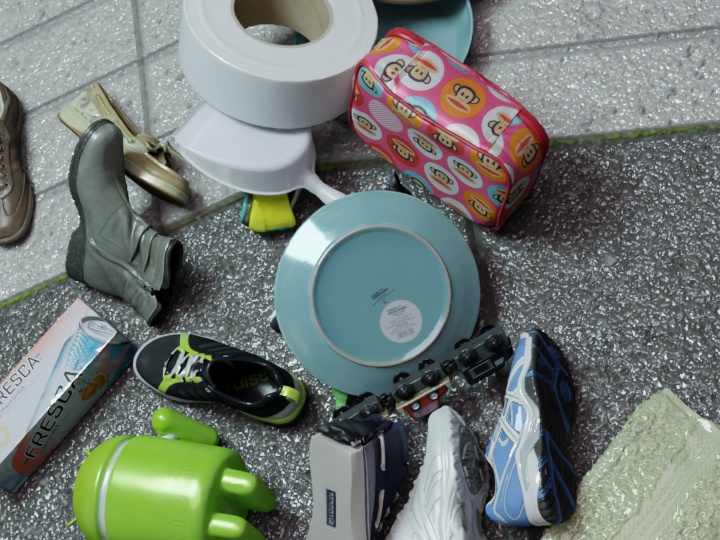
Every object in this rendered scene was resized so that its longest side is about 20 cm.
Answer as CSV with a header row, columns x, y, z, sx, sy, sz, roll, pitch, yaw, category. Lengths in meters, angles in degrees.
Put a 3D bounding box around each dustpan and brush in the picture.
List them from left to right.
x,y,z,sx,sy,sz,roll,pitch,yaw,category
-0.075,-0.113,1.510,0.200,0.057,0.140,31,58,10,dustpan and brush

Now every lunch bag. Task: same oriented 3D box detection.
x,y,z,sx,sy,sz,roll,pitch,yaw,category
0.081,-0.128,1.452,0.200,0.176,0.082,37,69,12,lunch bag

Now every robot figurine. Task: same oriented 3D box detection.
x,y,z,sx,sy,sz,roll,pitch,yaw,category
-0.185,0.219,1.413,0.200,0.116,0.176,5,68,19,robot figurine

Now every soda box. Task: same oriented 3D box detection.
x,y,z,sx,sy,sz,roll,pitch,yaw,category
-0.324,0.130,1.523,0.068,0.064,0.200,37,83,27,soda box

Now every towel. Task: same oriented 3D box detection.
x,y,z,sx,sy,sz,roll,pitch,yaw,category
0.262,0.216,1.324,0.148,0.036,0.200,36,81,27,towel

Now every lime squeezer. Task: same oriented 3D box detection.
x,y,z,sx,sy,sz,roll,pitch,yaw,category
0.018,0.110,1.442,0.200,0.038,0.071,-41,63,-4,lime squeezer

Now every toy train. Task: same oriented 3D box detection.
x,y,z,sx,sy,sz,roll,pitch,yaw,category
0.056,0.115,1.405,0.200,0.046,0.034,-30,24,6,toy train

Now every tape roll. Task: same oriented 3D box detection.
x,y,z,sx,sy,sz,roll,pitch,yaw,category
-0.085,-0.241,1.515,0.202,0.071,0.203,6,52,-8,tape roll

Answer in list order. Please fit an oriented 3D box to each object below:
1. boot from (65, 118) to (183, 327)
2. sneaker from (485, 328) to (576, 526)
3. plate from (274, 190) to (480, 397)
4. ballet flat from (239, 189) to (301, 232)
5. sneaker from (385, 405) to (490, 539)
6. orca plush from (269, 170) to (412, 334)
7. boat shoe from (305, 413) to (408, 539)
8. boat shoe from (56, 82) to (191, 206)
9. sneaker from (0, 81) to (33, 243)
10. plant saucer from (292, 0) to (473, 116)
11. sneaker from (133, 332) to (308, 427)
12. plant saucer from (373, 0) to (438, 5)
x,y,z,sx,sy,sz,roll,pitch,yaw,category
-0.233,-0.049,1.527,0.131,0.200,0.068,25,33,25,boot
0.150,0.143,1.367,0.077,0.076,0.200,-22,45,36,sneaker
0.018,0.023,1.413,0.200,0.026,0.200,0,93,-7,plate
-0.087,-0.133,1.571,0.067,0.067,0.200,5,71,-4,ballet flat
0.064,0.221,1.362,0.099,0.078,0.200,-17,55,27,sneaker
0.000,0.000,1.471,0.071,0.105,0.200,37,60,17,orca plush
0.002,0.228,1.369,0.075,0.093,0.200,20,113,39,boat shoe
-0.250,-0.140,1.609,0.200,0.073,0.063,37,85,27,boat shoe
-0.415,-0.127,1.652,0.070,0.076,0.200,-17,64,9,sneaker
0.027,-0.244,1.591,0.200,0.036,0.200,-7,66,15,plant saucer
-0.142,0.097,1.471,0.200,0.083,0.072,12,71,21,sneaker
0.063,-0.363,1.603,0.200,0.029,0.200,-6,49,8,plant saucer
